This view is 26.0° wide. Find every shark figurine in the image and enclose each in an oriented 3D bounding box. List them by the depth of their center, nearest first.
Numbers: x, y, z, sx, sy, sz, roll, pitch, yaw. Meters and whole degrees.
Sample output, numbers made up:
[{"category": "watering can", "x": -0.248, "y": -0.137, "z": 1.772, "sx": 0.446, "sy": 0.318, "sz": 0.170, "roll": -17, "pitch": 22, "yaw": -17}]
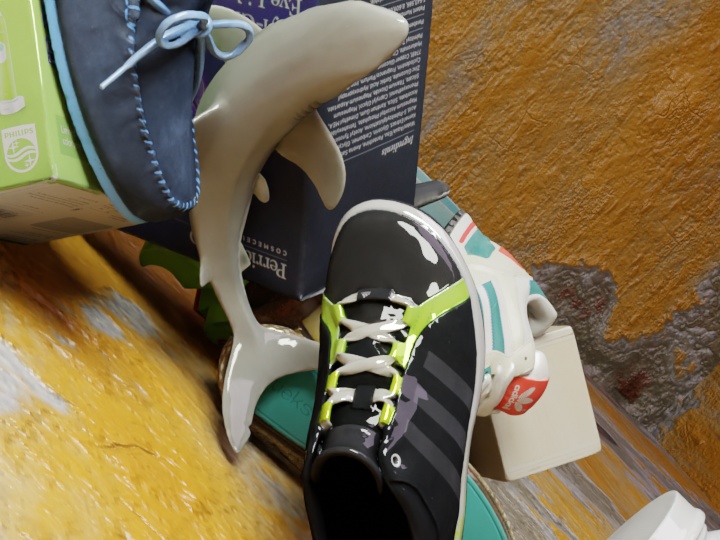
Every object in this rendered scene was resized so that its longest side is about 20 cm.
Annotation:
[{"category": "shark figurine", "x": -0.064, "y": -0.035, "z": 0.723, "sx": 0.128, "sy": 0.216, "sz": 0.089, "roll": 27, "pitch": 30, "yaw": 24}]

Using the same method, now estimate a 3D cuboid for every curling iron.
[{"category": "curling iron", "x": 0.000, "y": -0.047, "z": 0.990, "sx": 0.199, "sy": 0.026, "sz": 0.050, "roll": -9, "pitch": 68, "yaw": -51}]

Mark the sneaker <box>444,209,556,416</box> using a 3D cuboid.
[{"category": "sneaker", "x": 0.053, "y": 0.047, "z": 0.796, "sx": 0.093, "sy": 0.070, "sz": 0.200, "roll": 36, "pitch": 34, "yaw": -3}]

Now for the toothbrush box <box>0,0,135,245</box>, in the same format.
[{"category": "toothbrush box", "x": -0.155, "y": -0.121, "z": 0.686, "sx": 0.146, "sy": 0.085, "sz": 0.202, "roll": 13, "pitch": 68, "yaw": -77}]

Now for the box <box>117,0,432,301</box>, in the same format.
[{"category": "box", "x": -0.051, "y": -0.107, "z": 0.809, "sx": 0.147, "sy": 0.201, "sz": 0.104, "roll": 19, "pitch": 28, "yaw": 31}]

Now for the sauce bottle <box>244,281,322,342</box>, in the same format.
[{"category": "sauce bottle", "x": 0.006, "y": 0.080, "z": 0.887, "sx": 0.201, "sy": 0.066, "sz": 0.066, "roll": 57, "pitch": 1, "yaw": -23}]

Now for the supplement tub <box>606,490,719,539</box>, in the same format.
[{"category": "supplement tub", "x": 0.195, "y": 0.230, "z": 0.820, "sx": 0.200, "sy": 0.144, "sz": 0.144, "roll": 45, "pitch": 6, "yaw": 5}]

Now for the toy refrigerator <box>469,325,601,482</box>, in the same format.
[{"category": "toy refrigerator", "x": 0.074, "y": 0.078, "z": 0.970, "sx": 0.200, "sy": 0.069, "sz": 0.077, "roll": 171, "pitch": -96, "yaw": -73}]

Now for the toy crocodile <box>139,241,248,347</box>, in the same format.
[{"category": "toy crocodile", "x": -0.054, "y": 0.030, "z": 0.939, "sx": 0.200, "sy": 0.061, "sz": 0.068, "roll": 39, "pitch": 49, "yaw": -45}]

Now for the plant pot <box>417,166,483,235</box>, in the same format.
[{"category": "plant pot", "x": 0.000, "y": -0.045, "z": 1.393, "sx": 0.200, "sy": 0.135, "sz": 0.200, "roll": 43, "pitch": 7, "yaw": -6}]

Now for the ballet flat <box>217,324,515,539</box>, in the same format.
[{"category": "ballet flat", "x": 0.005, "y": 0.099, "z": 0.823, "sx": 0.200, "sy": 0.071, "sz": 0.065, "roll": 46, "pitch": -5, "yaw": -10}]

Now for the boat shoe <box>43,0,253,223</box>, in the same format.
[{"category": "boat shoe", "x": -0.088, "y": -0.119, "z": 0.626, "sx": 0.084, "sy": 0.068, "sz": 0.202, "roll": -60, "pitch": 141, "yaw": -71}]

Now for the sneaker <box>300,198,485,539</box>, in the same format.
[{"category": "sneaker", "x": 0.013, "y": 0.065, "z": 0.660, "sx": 0.083, "sy": 0.071, "sz": 0.202, "roll": 21, "pitch": 65, "yaw": -71}]
